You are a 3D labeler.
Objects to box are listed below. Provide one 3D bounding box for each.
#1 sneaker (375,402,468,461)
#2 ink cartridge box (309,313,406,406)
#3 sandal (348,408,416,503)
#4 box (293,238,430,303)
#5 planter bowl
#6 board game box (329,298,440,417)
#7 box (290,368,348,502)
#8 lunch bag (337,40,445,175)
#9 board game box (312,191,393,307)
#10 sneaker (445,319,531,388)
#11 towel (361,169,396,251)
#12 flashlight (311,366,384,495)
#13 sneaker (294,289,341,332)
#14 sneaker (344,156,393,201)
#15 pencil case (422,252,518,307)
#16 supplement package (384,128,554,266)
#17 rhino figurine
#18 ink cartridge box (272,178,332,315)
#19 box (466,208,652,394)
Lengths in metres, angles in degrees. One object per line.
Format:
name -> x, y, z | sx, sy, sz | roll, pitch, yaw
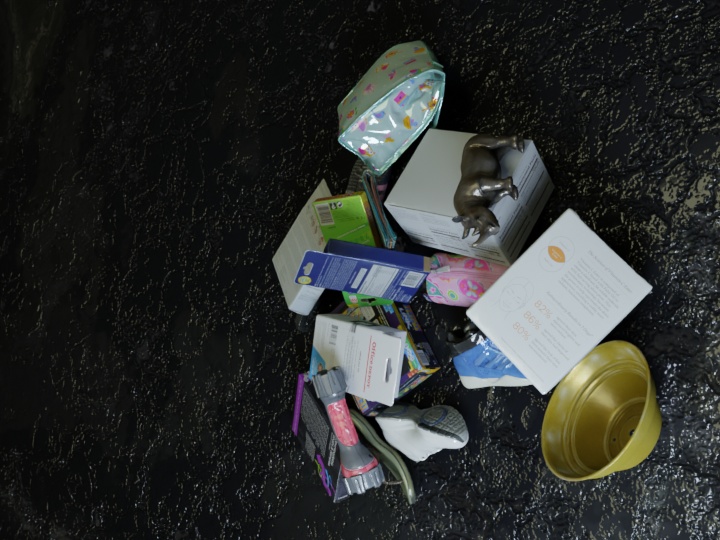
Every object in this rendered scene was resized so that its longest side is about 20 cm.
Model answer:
sneaker -> 0.109, 0.272, 1.274 | 0.199, 0.074, 0.088 | -4, 106, 55
ink cartridge box -> 0.008, 0.149, 1.302 | 0.198, 0.066, 0.118 | 12, 96, 43
sandal -> 0.027, 0.325, 1.320 | 0.057, 0.080, 0.201 | -35, 57, -17
box -> 0.000, 0.000, 1.223 | 0.121, 0.197, 0.033 | 120, 156, -60
planter bowl -> 0.339, 0.203, 1.032 | 0.201, 0.083, 0.201 | -52, 18, 24
board game box -> 0.031, 0.130, 1.366 | 0.165, 0.056, 0.202 | -43, 59, 33
box -> -0.069, 0.297, 1.401 | 0.200, 0.036, 0.144 | 52, 142, 45
lunch bag -> 0.061, -0.286, 1.297 | 0.200, 0.122, 0.171 | -43, 25, 20
board game box -> -0.008, -0.032, 1.302 | 0.094, 0.030, 0.202 | -5, 112, 30
sneaker -> 0.215, 0.110, 1.164 | 0.199, 0.077, 0.112 | -15, 107, 46
towel -> 0.042, -0.060, 1.294 | 0.021, 0.201, 0.148 | -18, 61, 1
flashlight -> -0.023, 0.259, 1.257 | 0.067, 0.068, 0.202 | -20, 88, 21
sneaker -> -0.075, 0.023, 1.474 | 0.091, 0.075, 0.202 | 37, 103, 48
sneaker -> 0.012, -0.138, 1.407 | 0.069, 0.082, 0.202 | 20, 76, 18
pencil case -> 0.191, 0.017, 1.212 | 0.198, 0.087, 0.089 | 6, 90, 42
supplement package -> 0.168, -0.118, 1.192 | 0.199, 0.111, 0.157 | 17, 68, 41
rhino figurine -> 0.171, -0.112, 1.061 | 0.086, 0.060, 0.202 | -2, 55, 25
ink cartridge box -> -0.085, -0.045, 1.421 | 0.201, 0.047, 0.161 | -55, 34, 22
box -> 0.269, 0.046, 1.056 | 0.200, 0.106, 0.152 | -45, 74, 5
